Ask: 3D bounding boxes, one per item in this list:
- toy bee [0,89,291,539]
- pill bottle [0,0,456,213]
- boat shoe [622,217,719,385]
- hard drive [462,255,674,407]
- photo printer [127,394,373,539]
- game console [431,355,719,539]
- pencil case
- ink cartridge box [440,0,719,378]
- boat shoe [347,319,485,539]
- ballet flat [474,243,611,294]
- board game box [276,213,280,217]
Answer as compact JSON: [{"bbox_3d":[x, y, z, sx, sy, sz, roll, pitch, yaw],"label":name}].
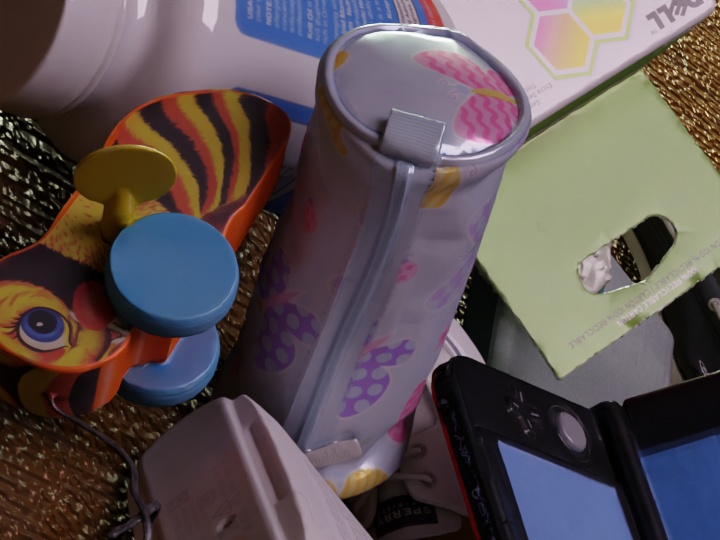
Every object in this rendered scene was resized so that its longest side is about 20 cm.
[{"bbox_3d":[-0.098,0.006,0.977,0.109,0.131,0.200,18,34,-1],"label":"toy bee"},{"bbox_3d":[-0.063,-0.087,1.102,0.200,0.112,0.112,14,54,-43],"label":"pill bottle"},{"bbox_3d":[0.182,-0.017,1.538,0.076,0.060,0.200,8,60,-58],"label":"boat shoe"},{"bbox_3d":[0.101,0.056,1.366,0.140,0.033,0.200,50,31,-25],"label":"hard drive"},{"bbox_3d":[0.001,0.155,1.013,0.200,0.069,0.166,52,3,-22],"label":"photo printer"},{"bbox_3d":[0.141,0.113,1.104,0.172,0.119,0.200,25,39,-46],"label":"game console"},{"bbox_3d":[0.000,0.000,1.064,0.083,0.200,0.091,28,40,10],"label":"pencil case"},{"bbox_3d":[0.097,-0.077,1.249,0.148,0.076,0.200,-33,86,-31],"label":"ink cartridge box"},{"bbox_3d":[0.027,0.095,1.169,0.200,0.071,0.070,68,24,-5],"label":"boat shoe"},{"bbox_3d":[0.069,-0.057,1.348,0.072,0.072,0.200,43,19,-35],"label":"ballet flat"},{"bbox_3d":[-0.033,-0.091,1.261,0.200,0.028,0.135,53,30,-21],"label":"board game box"}]
